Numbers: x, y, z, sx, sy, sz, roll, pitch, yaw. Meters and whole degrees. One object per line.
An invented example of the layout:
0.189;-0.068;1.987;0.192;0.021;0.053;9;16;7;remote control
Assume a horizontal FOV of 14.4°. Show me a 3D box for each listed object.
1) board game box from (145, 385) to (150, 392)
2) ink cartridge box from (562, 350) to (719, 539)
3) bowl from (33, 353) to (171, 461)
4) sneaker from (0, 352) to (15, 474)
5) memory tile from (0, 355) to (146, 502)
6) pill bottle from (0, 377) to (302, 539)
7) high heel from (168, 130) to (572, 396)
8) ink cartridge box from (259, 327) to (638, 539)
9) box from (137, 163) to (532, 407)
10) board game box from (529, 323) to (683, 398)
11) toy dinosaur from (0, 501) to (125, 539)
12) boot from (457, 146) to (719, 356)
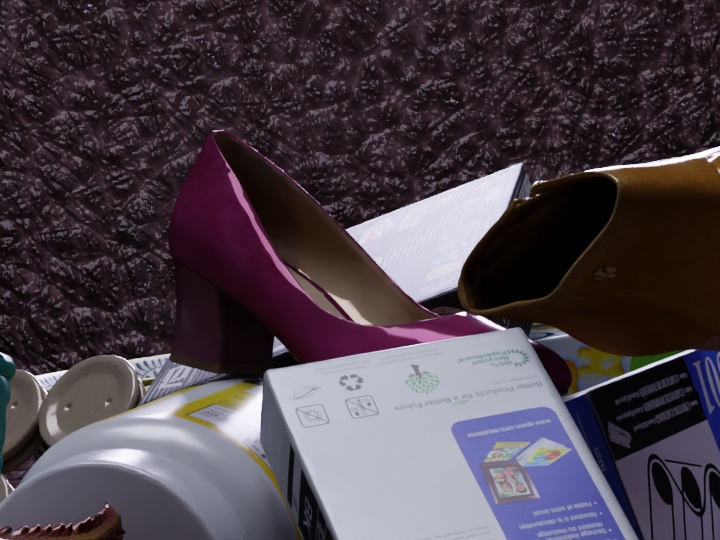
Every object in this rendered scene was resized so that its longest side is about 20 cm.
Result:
-0.073;0.099;1.330;0.047;0.102;0.200;-15;0;14;board game box
0.119;0.084;1.108;0.044;0.094;0.200;-22;-4;24;ink cartridge box
-0.103;0.098;1.630;0.200;0.095;0.201;-8;2;0;bowl
-0.200;0.048;1.063;0.200;0.121;0.084;2;-24;40;sneaker
-0.188;0.111;1.227;0.199;0.154;0.017;-7;-39;30;memory tile
-0.068;0.105;1.061;0.114;0.115;0.200;-7;2;13;pill bottle
0.000;0.000;1.105;0.200;0.096;0.067;8;3;36;high heel
0.041;0.100;0.936;0.099;0.039;0.200;-8;40;-16;ink cartridge box
-0.001;0.022;1.266;0.160;0.044;0.200;-20;12;14;box
0.093;0.077;1.337;0.200;0.105;0.103;-10;3;-30;board game box
-0.204;0.090;0.821;0.181;0.105;0.200;-21;-42;34;toy dinosaur
0.143;-0.023;1.028;0.144;0.071;0.201;8;-33;-45;boot
